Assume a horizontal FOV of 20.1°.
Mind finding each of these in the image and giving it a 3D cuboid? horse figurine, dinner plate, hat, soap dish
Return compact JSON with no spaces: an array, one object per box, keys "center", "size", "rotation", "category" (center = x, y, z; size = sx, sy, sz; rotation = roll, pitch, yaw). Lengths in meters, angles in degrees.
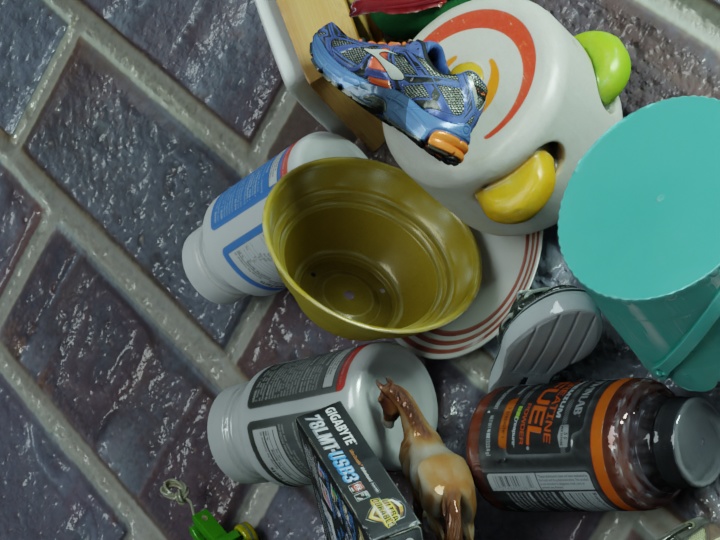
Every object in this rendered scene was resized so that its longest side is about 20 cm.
[{"center":[0.060,0.184,1.674],"size":[0.200,0.050,0.133],"rotation":[-120,25,-65],"category":"horse figurine"},{"center":[0.090,-0.016,1.826],"size":[0.200,0.024,0.200],"rotation":[-15,68,41],"category":"dinner plate"},{"center":[0.045,-0.212,1.779],"size":[0.166,0.200,0.176],"rotation":[-32,38,49],"category":"hat"},{"center":[-0.026,-0.213,1.877],"size":[0.081,0.200,0.157],"rotation":[-24,70,10],"category":"soap dish"}]

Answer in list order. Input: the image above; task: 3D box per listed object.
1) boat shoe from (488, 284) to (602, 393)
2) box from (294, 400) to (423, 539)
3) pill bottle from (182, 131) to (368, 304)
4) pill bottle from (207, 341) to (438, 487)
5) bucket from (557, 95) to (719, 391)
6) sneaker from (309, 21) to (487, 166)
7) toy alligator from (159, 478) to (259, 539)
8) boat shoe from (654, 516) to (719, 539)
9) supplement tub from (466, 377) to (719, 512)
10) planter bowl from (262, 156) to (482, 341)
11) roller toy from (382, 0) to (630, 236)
[{"center":[0.143,0.047,1.668],"size":[0.200,0.072,0.071],"rotation":[122,151,-62],"category":"boat shoe"},{"center":[0.013,0.241,1.681],"size":[0.199,0.050,0.200],"rotation":[-129,22,-58],"category":"box"},{"center":[-0.080,-0.043,1.933],"size":[0.200,0.112,0.112],"rotation":[-30,57,41],"category":"pill bottle"},{"center":[-0.038,0.135,1.836],"size":[0.200,0.116,0.116],"rotation":[-14,68,41],"category":"pill bottle"},{"center":[0.259,-0.025,1.549],"size":[0.207,0.135,0.207],"rotation":[-20,52,28],"category":"bucket"},{"center":[0.035,-0.159,1.680],"size":[0.200,0.075,0.078],"rotation":[38,92,38],"category":"sneaker"},{"center":[-0.130,0.270,1.932],"size":[0.200,0.059,0.054],"rotation":[38,145,44],"category":"toy alligator"},{"center":[0.204,0.256,1.542],"size":[0.200,0.073,0.065],"rotation":[-27,37,-15],"category":"boat shoe"},{"center":[0.189,0.139,1.619],"size":[0.200,0.107,0.107],"rotation":[-7,72,43],"category":"supplement tub"},{"center":[0.000,0.000,1.788],"size":[0.083,0.200,0.200],"rotation":[115,143,-46],"category":"planter bowl"},{"center":[0.117,-0.132,1.731],"size":[0.182,0.140,0.200],"rotation":[11,73,40],"category":"roller toy"}]
